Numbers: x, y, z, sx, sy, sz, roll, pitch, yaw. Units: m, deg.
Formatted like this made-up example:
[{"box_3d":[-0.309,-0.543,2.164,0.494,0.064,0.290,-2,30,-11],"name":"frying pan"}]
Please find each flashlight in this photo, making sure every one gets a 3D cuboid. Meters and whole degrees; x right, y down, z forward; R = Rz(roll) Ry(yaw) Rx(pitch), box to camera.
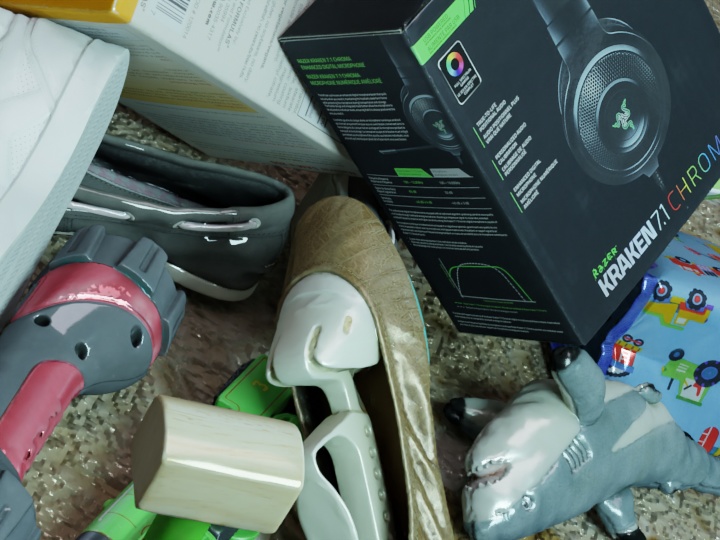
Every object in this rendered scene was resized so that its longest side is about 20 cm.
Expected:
[{"box_3d":[-0.130,0.059,0.856,0.200,0.067,0.068,-69,144,-55],"name":"flashlight"}]

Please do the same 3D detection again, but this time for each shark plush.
[{"box_3d":[0.119,0.103,1.051,0.199,0.090,0.084,19,56,-48],"name":"shark plush"}]

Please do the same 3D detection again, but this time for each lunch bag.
[{"box_3d":[0.172,0.011,1.183,0.150,0.095,0.200,17,24,-21],"name":"lunch bag"}]

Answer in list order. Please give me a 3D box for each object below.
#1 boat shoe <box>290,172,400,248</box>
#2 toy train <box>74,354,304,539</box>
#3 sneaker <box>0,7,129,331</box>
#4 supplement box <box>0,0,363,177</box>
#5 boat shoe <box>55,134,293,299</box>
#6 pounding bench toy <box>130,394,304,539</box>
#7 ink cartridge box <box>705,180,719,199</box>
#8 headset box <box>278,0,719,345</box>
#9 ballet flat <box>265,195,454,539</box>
[{"box_3d":[0.000,0.000,1.032,0.057,0.067,0.200,29,20,-12],"name":"boat shoe"},{"box_3d":[-0.067,0.093,0.888,0.056,0.042,0.200,28,30,11],"name":"toy train"},{"box_3d":[-0.188,-0.035,0.894,0.115,0.074,0.201,23,56,0],"name":"sneaker"},{"box_3d":[-0.081,-0.118,1.011,0.125,0.074,0.200,11,-13,40],"name":"supplement box"},{"box_3d":[-0.125,-0.046,0.990,0.199,0.057,0.067,19,34,-23],"name":"boat shoe"},{"box_3d":[-0.079,0.150,0.636,0.123,0.156,0.201,22,64,-19],"name":"pounding bench toy"},{"box_3d":[0.098,-0.092,1.189,0.198,0.076,0.148,9,-2,-17],"name":"ink cartridge box"},{"box_3d":[0.079,-0.097,1.010,0.174,0.092,0.201,-47,120,-28],"name":"headset box"},{"box_3d":[-0.006,0.065,0.888,0.072,0.067,0.202,0,78,-55],"name":"ballet flat"}]
